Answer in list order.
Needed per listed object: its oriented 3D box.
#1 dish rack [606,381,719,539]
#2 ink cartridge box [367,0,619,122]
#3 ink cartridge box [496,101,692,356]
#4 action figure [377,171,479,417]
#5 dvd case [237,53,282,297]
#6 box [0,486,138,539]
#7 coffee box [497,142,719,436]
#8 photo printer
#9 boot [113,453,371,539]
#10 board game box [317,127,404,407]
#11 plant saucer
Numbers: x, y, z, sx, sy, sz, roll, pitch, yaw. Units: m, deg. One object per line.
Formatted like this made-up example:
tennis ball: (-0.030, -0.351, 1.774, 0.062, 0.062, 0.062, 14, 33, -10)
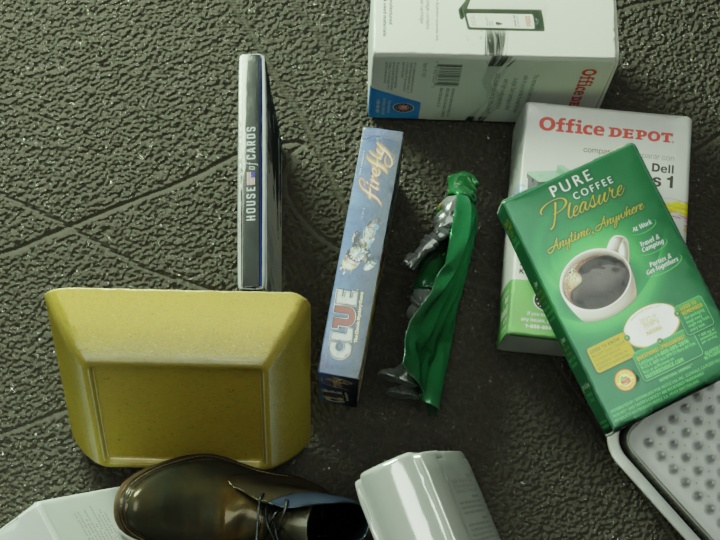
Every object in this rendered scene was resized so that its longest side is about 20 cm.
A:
dish rack: (0.316, 0.157, 1.293, 0.171, 0.044, 0.200, -41, 80, -9)
ink cartridge box: (0.107, -0.187, 1.320, 0.198, 0.146, 0.085, 1, 74, -2)
ink cartridge box: (0.195, -0.031, 1.315, 0.143, 0.084, 0.202, 6, 77, 1)
action figure: (0.063, 0.007, 1.306, 0.054, 0.118, 0.201, 12, 68, 14)
dvd case: (-0.080, -0.049, 1.265, 0.024, 0.151, 0.202, -2, 66, 2)
box: (-0.227, 0.246, 1.164, 0.152, 0.200, 0.107, -34, 79, 11)
coffee box: (0.204, 0.013, 1.239, 0.122, 0.044, 0.201, -26, 80, -6)
photo printer: (0.075, 0.240, 1.209, 0.069, 0.166, 0.201, -25, 78, 12)
boot: (-0.083, 0.179, 1.185, 0.199, 0.096, 0.075, 7, 85, -44)
board game box: (0.000, 0.000, 1.279, 0.034, 0.136, 0.202, 10, 76, 2)
plant saucer: (-0.138, 0.096, 1.220, 0.198, 0.201, 0.049, 1, 51, -1)
